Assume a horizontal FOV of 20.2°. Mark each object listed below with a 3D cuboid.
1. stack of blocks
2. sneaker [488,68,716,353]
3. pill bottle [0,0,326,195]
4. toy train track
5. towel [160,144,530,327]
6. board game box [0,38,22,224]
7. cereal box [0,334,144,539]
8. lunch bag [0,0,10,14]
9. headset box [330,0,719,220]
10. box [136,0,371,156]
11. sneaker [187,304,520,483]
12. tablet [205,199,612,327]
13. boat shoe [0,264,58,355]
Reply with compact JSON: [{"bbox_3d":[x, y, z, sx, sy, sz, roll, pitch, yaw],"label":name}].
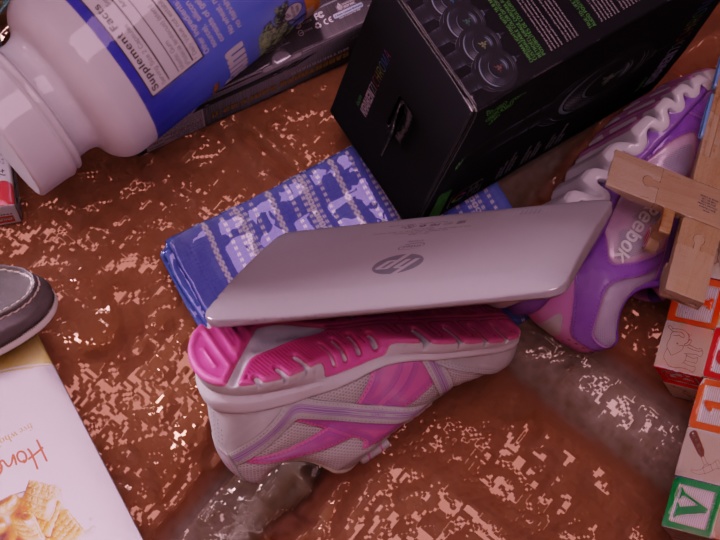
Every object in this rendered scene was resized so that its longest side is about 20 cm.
[{"bbox_3d":[0.226,0.060,1.128,0.114,0.059,0.202,12,76,24],"label":"stack of blocks"},{"bbox_3d":[0.157,-0.030,1.166,0.088,0.080,0.200,43,70,-7],"label":"sneaker"},{"bbox_3d":[-0.123,-0.134,1.116,0.200,0.112,0.112,-40,79,-10],"label":"pill bottle"},{"bbox_3d":[0.197,-0.066,1.129,0.114,0.033,0.201,21,65,-4],"label":"toy train track"},{"bbox_3d":[0.000,0.000,1.176,0.199,0.024,0.146,-28,77,-10],"label":"towel"},{"bbox_3d":[-0.274,-0.119,1.195,0.125,0.035,0.202,-9,74,-4],"label":"board game box"},{"bbox_3d":[-0.205,0.139,1.119,0.143,0.040,0.201,-28,76,-10],"label":"cereal box"},{"bbox_3d":[-0.225,-0.225,1.133,0.200,0.077,0.161,-43,113,-2],"label":"lunch bag"},{"bbox_3d":[0.088,-0.127,1.122,0.199,0.174,0.093,-30,78,-20],"label":"headset box"},{"bbox_3d":[-0.079,-0.181,1.213,0.199,0.048,0.159,-25,75,-8],"label":"box"},{"bbox_3d":[-0.004,0.060,1.118,0.198,0.089,0.081,-10,36,-24],"label":"sneaker"},{"bbox_3d":[0.027,-0.006,1.078,0.198,0.130,0.014,-6,110,22],"label":"tablet"},{"bbox_3d":[-0.269,0.024,1.116,0.198,0.057,0.067,-11,41,9],"label":"boat shoe"}]
